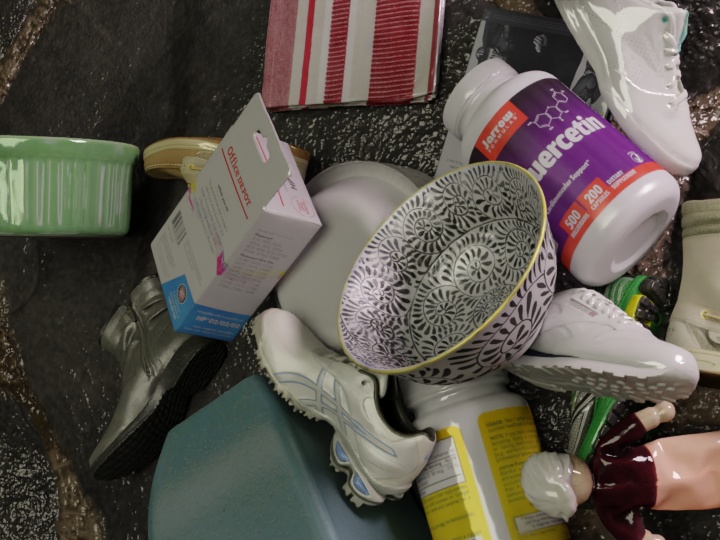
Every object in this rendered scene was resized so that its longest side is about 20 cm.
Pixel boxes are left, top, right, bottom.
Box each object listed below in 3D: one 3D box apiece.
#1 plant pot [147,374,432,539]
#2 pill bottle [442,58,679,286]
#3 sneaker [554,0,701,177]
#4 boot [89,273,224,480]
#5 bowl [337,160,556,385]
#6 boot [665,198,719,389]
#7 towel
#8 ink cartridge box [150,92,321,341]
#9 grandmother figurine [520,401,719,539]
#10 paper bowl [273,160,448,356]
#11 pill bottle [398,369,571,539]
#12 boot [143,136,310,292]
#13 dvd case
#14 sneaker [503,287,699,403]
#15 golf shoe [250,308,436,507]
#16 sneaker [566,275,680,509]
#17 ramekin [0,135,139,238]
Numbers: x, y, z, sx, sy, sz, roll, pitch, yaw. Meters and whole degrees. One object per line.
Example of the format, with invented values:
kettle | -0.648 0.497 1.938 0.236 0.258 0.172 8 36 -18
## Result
plant pot | -0.075 0.211 1.024 0.195 0.196 0.201 -34 62 21
pill bottle | 0.161 -0.088 0.947 0.200 0.112 0.113 46 105 26
sneaker | 0.242 -0.177 0.939 0.088 0.075 0.201 -31 89 31
boot | -0.239 0.112 1.201 0.130 0.068 0.201 41 95 31
bowl | 0.085 0.021 0.901 0.200 0.094 0.202 -30 35 24
boot | 0.343 0.021 0.883 0.198 0.072 0.156 6 76 17
towel | -0.008 -0.235 1.141 0.198 0.023 0.146 1 81 27
ink cartridge box | -0.106 -0.046 1.026 0.200 0.067 0.116 -50 45 29
grandmother figurine | 0.223 0.162 0.883 0.198 0.061 0.123 -2 88 -7
paper bowl | 0.000 0.000 1.042 0.199 0.104 0.203 -1 89 37
pill bottle | 0.104 0.173 0.969 0.113 0.114 0.202 -23 73 24
boot | -0.149 -0.054 1.166 0.198 0.073 0.157 5 87 26
dvd case | 0.153 -0.132 1.036 0.149 0.025 0.202 18 92 29
sneaker | 0.182 0.053 0.884 0.199 0.076 0.081 6 68 55
golf shoe | -0.010 0.096 0.959 0.200 0.078 0.097 51 119 15
sneaker | 0.210 0.102 0.950 0.085 0.078 0.202 10 82 56
ramekin | -0.336 -0.085 1.204 0.198 0.199 0.099 1 91 29
